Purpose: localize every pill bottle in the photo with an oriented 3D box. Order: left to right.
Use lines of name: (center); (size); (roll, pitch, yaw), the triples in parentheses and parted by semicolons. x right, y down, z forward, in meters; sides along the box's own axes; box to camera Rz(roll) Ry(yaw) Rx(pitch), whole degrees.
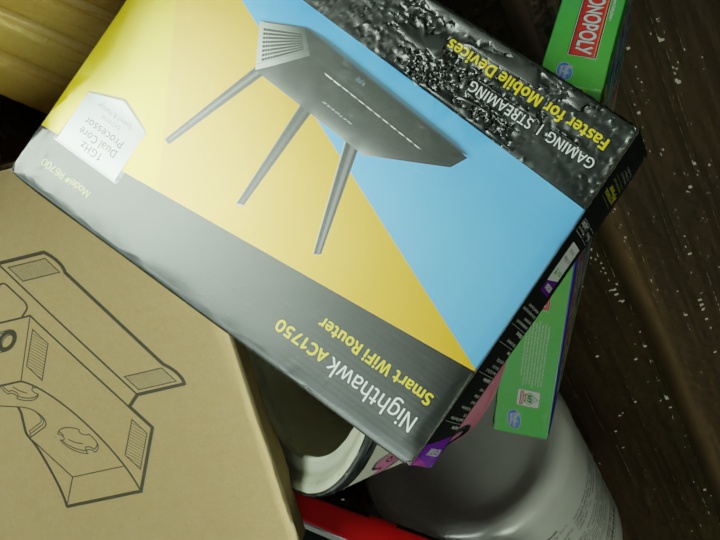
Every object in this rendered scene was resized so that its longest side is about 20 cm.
pill bottle: (0.084, 0.140, 0.927); (0.114, 0.115, 0.200); (-17, 143, 11)

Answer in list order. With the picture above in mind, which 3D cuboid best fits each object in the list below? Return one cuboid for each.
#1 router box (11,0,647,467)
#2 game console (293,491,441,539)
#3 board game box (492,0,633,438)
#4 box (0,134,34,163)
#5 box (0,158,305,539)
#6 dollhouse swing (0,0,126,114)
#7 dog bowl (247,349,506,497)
router box: (-0.013, -0.041, 0.643); (0.150, 0.200, 0.051); (-56, 163, 1)
game console: (-0.016, 0.163, 0.865); (0.176, 0.031, 0.200); (20, 154, -10)
board game box: (0.095, -0.040, 0.764); (0.029, 0.135, 0.201); (11, 133, 9)
box: (-0.231, 0.003, 0.812); (0.199, 0.075, 0.100); (-7, 132, 8)
box: (-0.129, 0.047, 0.745); (0.163, 0.021, 0.201); (-13, 107, 14)
dollhouse swing: (-0.139, -0.109, 0.678); (0.175, 0.182, 0.200); (32, 123, -15)
dog bowl: (0.000, 0.000, 0.764); (0.073, 0.201, 0.201); (-4, 135, -25)
